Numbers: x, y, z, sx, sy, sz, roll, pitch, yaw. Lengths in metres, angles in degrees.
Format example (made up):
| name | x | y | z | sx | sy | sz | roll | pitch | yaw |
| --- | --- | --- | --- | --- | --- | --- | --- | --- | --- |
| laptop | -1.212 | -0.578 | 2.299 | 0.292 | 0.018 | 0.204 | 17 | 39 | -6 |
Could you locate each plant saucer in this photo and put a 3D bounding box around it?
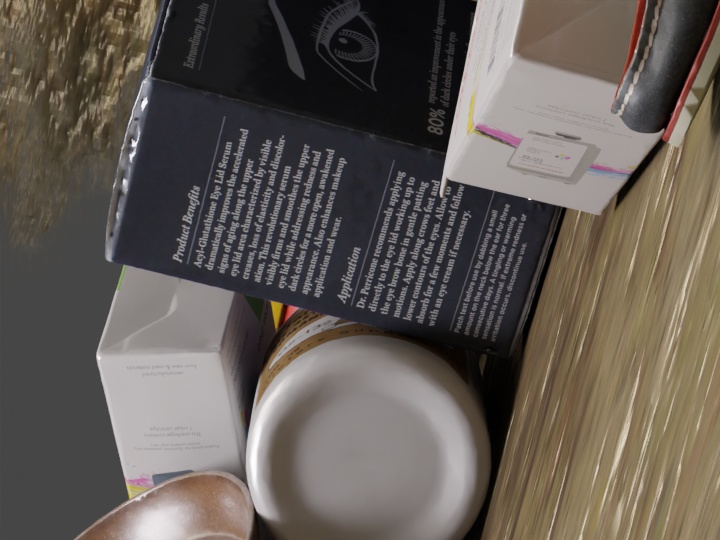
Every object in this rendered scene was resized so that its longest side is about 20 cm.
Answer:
| name | x | y | z | sx | sy | sz | roll | pitch | yaw |
| --- | --- | --- | --- | --- | --- | --- | --- | --- | --- |
| plant saucer | -0.117 | 0.179 | 1.370 | 0.200 | 0.035 | 0.201 | -35 | 22 | 16 |

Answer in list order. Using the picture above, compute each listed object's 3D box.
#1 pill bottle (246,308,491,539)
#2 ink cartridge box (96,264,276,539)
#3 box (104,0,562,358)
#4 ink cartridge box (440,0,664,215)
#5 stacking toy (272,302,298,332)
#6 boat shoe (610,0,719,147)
| name | x | y | z | sx | sy | sz | roll | pitch | yaw |
| --- | --- | --- | --- | --- | --- | --- | --- | --- | --- |
| pill bottle | 0.005 | 0.068 | 1.427 | 0.200 | 0.114 | 0.115 | -88 | 11 | -78 |
| ink cartridge box | -0.076 | 0.087 | 1.501 | 0.117 | 0.067 | 0.201 | -79 | -17 | -53 |
| box | -0.008 | -0.061 | 1.370 | 0.148 | 0.199 | 0.105 | -80 | 5 | -56 |
| ink cartridge box | 0.081 | -0.095 | 1.084 | 0.200 | 0.067 | 0.117 | 119 | 164 | -76 |
| stacking toy | -0.032 | -0.007 | 1.664 | 0.146 | 0.199 | 0.147 | -166 | 90 | -88 |
| boat shoe | 0.100 | -0.139 | 0.936 | 0.071 | 0.062 | 0.201 | 124 | 158 | -78 |
